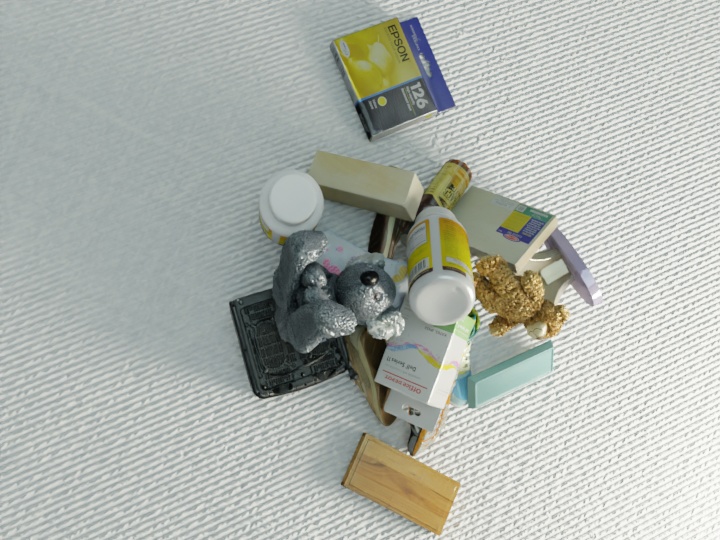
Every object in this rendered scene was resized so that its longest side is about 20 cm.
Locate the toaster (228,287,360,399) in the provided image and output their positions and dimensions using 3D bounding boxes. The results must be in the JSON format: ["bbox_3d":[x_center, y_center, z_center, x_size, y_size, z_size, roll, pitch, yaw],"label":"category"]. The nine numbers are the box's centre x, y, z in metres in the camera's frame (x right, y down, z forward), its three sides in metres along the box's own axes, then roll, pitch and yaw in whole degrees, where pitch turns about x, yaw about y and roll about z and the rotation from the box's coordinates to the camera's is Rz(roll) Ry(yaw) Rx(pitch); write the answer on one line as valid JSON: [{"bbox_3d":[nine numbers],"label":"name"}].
[{"bbox_3d":[-0.120,0.123,1.384,0.176,0.119,0.205,-16,85,-12],"label":"toaster"}]

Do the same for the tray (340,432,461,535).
[{"bbox_3d":[0.073,0.382,1.428,0.197,0.037,0.100,28,77,-5],"label":"tray"}]

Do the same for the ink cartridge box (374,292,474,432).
[{"bbox_3d":[0.101,0.156,1.352,0.115,0.067,0.205,17,84,34],"label":"ink cartridge box"}]

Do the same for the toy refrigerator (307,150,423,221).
[{"bbox_3d":[0.009,-0.155,1.429,0.196,0.076,0.072,16,77,23],"label":"toy refrigerator"}]

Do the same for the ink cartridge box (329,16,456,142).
[{"bbox_3d":[0.067,-0.377,1.535,0.196,0.047,0.202,-24,86,-11],"label":"ink cartridge box"}]

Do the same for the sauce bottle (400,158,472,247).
[{"bbox_3d":[0.139,-0.120,1.478,0.065,0.066,0.202,36,63,-4],"label":"sauce bottle"}]

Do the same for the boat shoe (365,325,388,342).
[{"bbox_3d":[0.057,0.094,1.454,0.196,0.072,0.063,-28,103,-1],"label":"boat shoe"}]

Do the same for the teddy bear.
[{"bbox_3d":[0.260,0.054,1.357,0.143,0.067,0.201,-32,108,25],"label":"teddy bear"}]

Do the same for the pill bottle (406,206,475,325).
[{"bbox_3d":[0.130,-0.015,1.323,0.106,0.111,0.203,13,40,-9],"label":"pill bottle"}]

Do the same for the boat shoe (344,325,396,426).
[{"bbox_3d":[0.022,0.183,1.416,0.071,0.063,0.205,-36,121,-40],"label":"boat shoe"}]

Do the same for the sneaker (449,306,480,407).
[{"bbox_3d":[0.174,0.143,1.432,0.078,0.130,0.205,-13,84,-22],"label":"sneaker"}]

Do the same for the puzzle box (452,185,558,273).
[{"bbox_3d":[0.242,-0.077,1.451,0.133,0.198,0.026,-45,136,-21],"label":"puzzle box"}]

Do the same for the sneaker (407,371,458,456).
[{"bbox_3d":[0.116,0.235,1.426,0.076,0.078,0.205,23,106,27],"label":"sneaker"}]

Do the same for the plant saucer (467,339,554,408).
[{"bbox_3d":[0.281,0.194,1.472,0.196,0.019,0.072,-19,121,-23],"label":"plant saucer"}]

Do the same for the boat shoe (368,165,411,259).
[{"bbox_3d":[0.067,-0.087,1.479,0.073,0.074,0.208,13,83,-21],"label":"boat shoe"}]

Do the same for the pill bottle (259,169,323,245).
[{"bbox_3d":[-0.120,-0.107,1.365,0.106,0.200,0.113,1,86,-8],"label":"pill bottle"}]

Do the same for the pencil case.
[{"bbox_3d":[0.000,0.000,1.408,0.196,0.083,0.093,22,119,21],"label":"pencil case"}]

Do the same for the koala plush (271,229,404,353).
[{"bbox_3d":[-0.028,0.040,1.286,0.196,0.184,0.181,-10,65,-29],"label":"koala plush"}]

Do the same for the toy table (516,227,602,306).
[{"bbox_3d":[0.342,0.008,1.467,0.115,0.201,0.186,-29,122,4],"label":"toy table"}]
